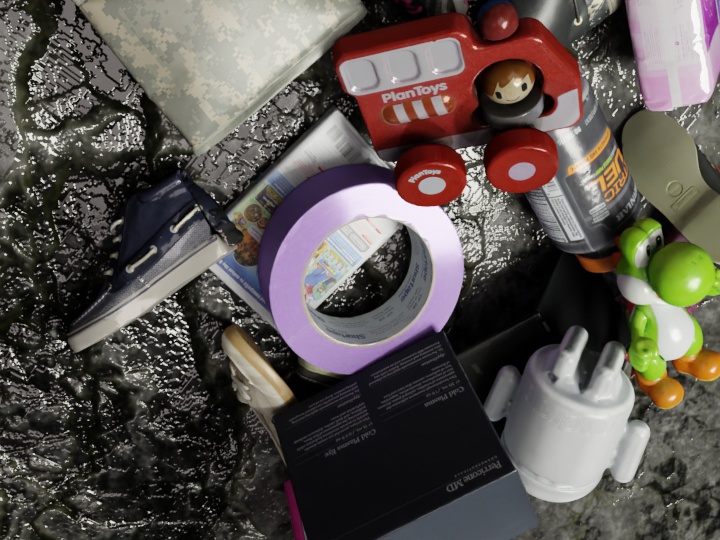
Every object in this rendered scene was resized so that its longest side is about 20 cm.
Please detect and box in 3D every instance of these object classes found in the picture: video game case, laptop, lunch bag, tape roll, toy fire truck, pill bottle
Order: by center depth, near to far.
[{"bbox_3d":[-0.111,-0.229,0.723,0.199,0.118,0.164,-36,118,4],"label":"lunch bag"},{"bbox_3d":[0.090,-0.154,0.754,0.198,0.113,0.168,-9,147,13],"label":"toy fire truck"},{"bbox_3d":[0.000,0.000,0.867,0.198,0.066,0.202,-6,114,-15],"label":"tape roll"},{"bbox_3d":[-0.053,-0.045,0.877,0.200,0.018,0.143,-43,119,3],"label":"video game case"},{"bbox_3d":[0.223,-0.092,0.897,0.106,0.106,0.201,-36,119,-1],"label":"pill bottle"},{"bbox_3d":[0.209,0.092,1.000,0.199,0.116,0.188,-29,119,15],"label":"laptop"}]

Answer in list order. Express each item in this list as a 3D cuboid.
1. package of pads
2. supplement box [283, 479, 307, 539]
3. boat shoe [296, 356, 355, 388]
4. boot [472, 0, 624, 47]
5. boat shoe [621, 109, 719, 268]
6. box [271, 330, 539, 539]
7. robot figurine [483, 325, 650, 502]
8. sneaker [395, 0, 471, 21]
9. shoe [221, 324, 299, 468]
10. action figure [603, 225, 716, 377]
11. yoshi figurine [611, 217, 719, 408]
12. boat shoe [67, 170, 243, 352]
[{"bbox_3d":[0.300,-0.269,0.836,0.075,0.121,0.201,-3,124,30],"label":"package of pads"},{"bbox_3d":[0.029,0.256,0.956,0.198,0.104,0.101,-25,135,8],"label":"supplement box"},{"bbox_3d":[0.016,0.135,0.947,0.199,0.072,0.067,16,102,-28],"label":"boat shoe"},{"bbox_3d":[0.139,-0.268,0.813,0.203,0.074,0.154,39,99,-28],"label":"boot"},{"bbox_3d":[0.341,-0.083,0.906,0.074,0.203,0.063,-41,147,22],"label":"boat shoe"},{"bbox_3d":[0.038,0.191,0.838,0.198,0.183,0.105,-26,131,2],"label":"box"},{"bbox_3d":[0.212,0.158,0.906,0.113,0.168,0.202,-38,146,-51],"label":"robot figurine"},{"bbox_3d":[0.025,-0.267,0.777,0.087,0.074,0.201,-36,114,0],"label":"sneaker"},{"bbox_3d":[-0.095,0.141,0.913,0.053,0.070,0.201,-36,121,-9],"label":"shoe"},{"bbox_3d":[0.360,0.037,0.983,0.133,0.149,0.201,31,87,-33],"label":"action figure"},{"bbox_3d":[0.313,0.044,0.864,0.111,0.113,0.201,-9,122,25],"label":"yoshi figurine"},{"bbox_3d":[-0.212,-0.011,0.819,0.199,0.075,0.093,-34,94,7],"label":"boat shoe"}]
